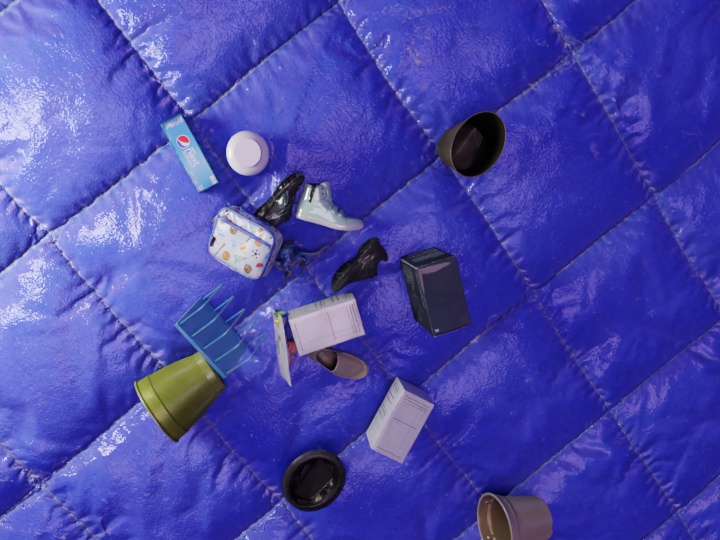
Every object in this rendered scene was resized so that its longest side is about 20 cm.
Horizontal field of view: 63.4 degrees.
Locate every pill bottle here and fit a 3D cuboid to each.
[{"bbox_3d":[-0.291,-0.305,1.519,0.108,0.200,0.113,-1,99,-9],"label":"pill bottle"}]

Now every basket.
[{"bbox_3d":[0.291,-0.341,1.606,0.135,0.200,0.182,35,92,-12],"label":"basket"}]

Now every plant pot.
[{"bbox_3d":[0.499,0.801,1.851,0.180,0.200,0.205,-1,100,-20],"label":"plant pot"},{"bbox_3d":[-0.483,0.331,1.612,0.192,0.200,0.202,-35,103,-14],"label":"plant pot"}]

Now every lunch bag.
[{"bbox_3d":[-0.316,-0.081,1.580,0.198,0.075,0.162,29,109,11],"label":"lunch bag"}]

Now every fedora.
[{"bbox_3d":[-0.142,0.615,1.753,0.196,0.092,0.205,-2,100,-9],"label":"fedora"}]

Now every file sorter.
[{"bbox_3d":[-0.373,0.159,1.595,0.122,0.139,0.201,-32,105,30],"label":"file sorter"}]

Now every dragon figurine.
[{"bbox_3d":[-0.200,-0.048,1.649,0.198,0.059,0.100,-31,103,-1],"label":"dragon figurine"}]

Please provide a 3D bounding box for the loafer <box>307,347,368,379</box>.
[{"bbox_3d":[-0.066,0.275,1.720,0.197,0.068,0.077,22,96,-12],"label":"loafer"}]

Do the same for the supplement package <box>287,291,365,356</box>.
[{"bbox_3d":[-0.099,0.150,1.672,0.196,0.110,0.116,-17,102,-6],"label":"supplement package"}]

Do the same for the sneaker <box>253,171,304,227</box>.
[{"bbox_3d":[-0.217,-0.188,1.625,0.079,0.076,0.200,40,100,-22],"label":"sneaker"}]

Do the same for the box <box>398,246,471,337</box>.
[{"bbox_3d":[0.209,0.055,1.662,0.122,0.197,0.204,-17,102,-6],"label":"box"}]

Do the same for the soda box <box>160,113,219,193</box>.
[{"bbox_3d":[-0.452,-0.311,1.559,0.063,0.068,0.203,-27,103,-4],"label":"soda box"}]

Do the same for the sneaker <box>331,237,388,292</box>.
[{"bbox_3d":[0.000,0.000,1.685,0.200,0.076,0.091,-42,110,2],"label":"sneaker"}]

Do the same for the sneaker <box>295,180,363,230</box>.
[{"bbox_3d":[-0.076,-0.184,1.635,0.197,0.074,0.120,13,104,-8],"label":"sneaker"}]

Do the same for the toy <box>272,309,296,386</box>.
[{"bbox_3d":[-0.211,0.214,1.668,0.046,0.115,0.204,-13,102,-20],"label":"toy"}]

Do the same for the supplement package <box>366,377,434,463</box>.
[{"bbox_3d":[0.117,0.446,1.749,0.112,0.110,0.202,28,95,-12],"label":"supplement package"}]
